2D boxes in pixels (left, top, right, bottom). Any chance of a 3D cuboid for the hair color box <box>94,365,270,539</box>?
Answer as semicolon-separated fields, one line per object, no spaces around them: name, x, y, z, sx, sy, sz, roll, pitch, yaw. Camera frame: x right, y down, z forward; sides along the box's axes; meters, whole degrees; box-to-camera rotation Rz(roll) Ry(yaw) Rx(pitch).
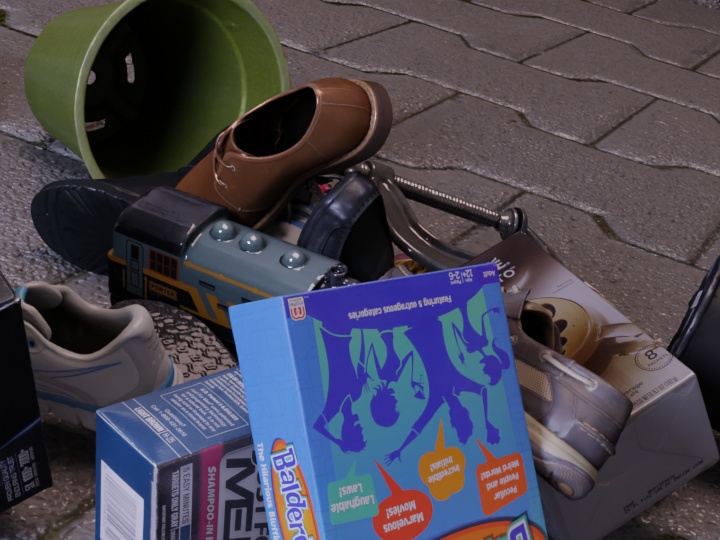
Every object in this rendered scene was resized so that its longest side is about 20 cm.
hair color box;-0.040;0.101;0.825;0.200;0.100;0.060;-16;34;-36

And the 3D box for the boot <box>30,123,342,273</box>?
boot;-0.126;-0.064;1.177;0.198;0.074;0.163;4;32;23

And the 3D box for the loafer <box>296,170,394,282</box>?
loafer;0.000;0.000;1.047;0.070;0.201;0.068;38;68;15

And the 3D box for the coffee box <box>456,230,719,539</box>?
coffee box;0.116;0.071;0.987;0.113;0.080;0.200;-31;37;-11

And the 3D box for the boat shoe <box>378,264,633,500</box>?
boat shoe;0.084;0.050;0.898;0.200;0.073;0.075;43;-2;41

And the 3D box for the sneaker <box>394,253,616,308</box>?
sneaker;0.093;0.024;1.183;0.199;0.075;0.090;13;14;-18

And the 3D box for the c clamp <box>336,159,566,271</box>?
c clamp;0.068;-0.039;1.130;0.199;0.027;0.171;21;25;-26

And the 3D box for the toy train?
toy train;-0.076;0.023;0.999;0.199;0.114;0.085;22;39;22

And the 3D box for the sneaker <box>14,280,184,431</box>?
sneaker;-0.203;0.038;0.895;0.199;0.087;0.075;1;46;6

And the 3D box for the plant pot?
plant pot;-0.192;-0.155;1.325;0.199;0.201;0.190;-4;16;-36

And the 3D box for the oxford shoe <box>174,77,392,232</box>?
oxford shoe;-0.074;-0.073;1.013;0.071;0.200;0.072;6;60;-47

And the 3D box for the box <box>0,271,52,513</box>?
box;-0.245;0.014;0.782;0.086;0.164;0.200;-27;59;-23

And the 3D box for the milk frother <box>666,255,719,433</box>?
milk frother;0.325;0.038;1.068;0.188;0.201;0.180;28;14;8

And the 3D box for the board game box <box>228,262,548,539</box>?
board game box;0.022;0.104;0.769;0.152;0.201;0.045;-9;-2;-44

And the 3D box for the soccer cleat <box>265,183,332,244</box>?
soccer cleat;-0.062;-0.031;1.219;0.086;0.070;0.200;-1;20;-7

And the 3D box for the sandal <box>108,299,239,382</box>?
sandal;-0.087;0.090;0.944;0.200;0.045;0.075;36;53;18
